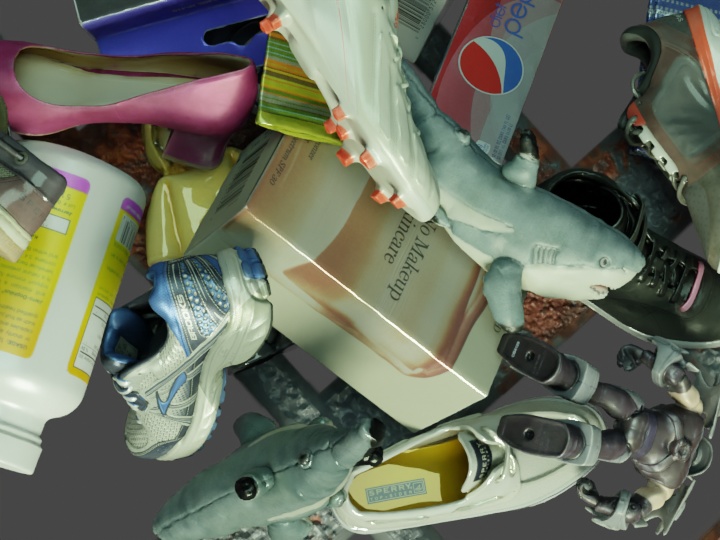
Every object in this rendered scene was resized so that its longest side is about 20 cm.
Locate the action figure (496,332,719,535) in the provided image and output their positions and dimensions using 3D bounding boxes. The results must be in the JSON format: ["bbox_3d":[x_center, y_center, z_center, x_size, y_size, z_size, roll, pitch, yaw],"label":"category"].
[{"bbox_3d":[0.171,0.101,1.020,0.199,0.069,0.131,23,76,-42],"label":"action figure"}]

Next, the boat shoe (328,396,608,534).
[{"bbox_3d":[0.076,0.128,1.037,0.198,0.070,0.072,-11,80,-9],"label":"boat shoe"}]

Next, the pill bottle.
[{"bbox_3d":[-0.216,0.025,1.012,0.103,0.104,0.202,17,77,-2],"label":"pill bottle"}]

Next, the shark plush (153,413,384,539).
[{"bbox_3d":[-0.047,0.137,0.966,0.083,0.199,0.092,-11,90,-41],"label":"shark plush"}]

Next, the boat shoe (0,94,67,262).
[{"bbox_3d":[-0.238,-0.082,0.926,0.065,0.072,0.200,-40,52,-8],"label":"boat shoe"}]

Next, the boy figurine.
[{"bbox_3d":[-0.090,-0.035,1.059,0.123,0.064,0.201,-21,85,-8],"label":"boy figurine"}]

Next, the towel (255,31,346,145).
[{"bbox_3d":[-0.012,-0.179,0.958,0.086,0.018,0.202,9,88,-33],"label":"towel"}]

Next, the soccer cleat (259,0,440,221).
[{"bbox_3d":[0.003,-0.122,0.921,0.077,0.069,0.201,-36,105,-11],"label":"soccer cleat"}]

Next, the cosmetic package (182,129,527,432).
[{"bbox_3d":[0.000,0.000,1.006,0.200,0.087,0.104,37,53,-17],"label":"cosmetic package"}]

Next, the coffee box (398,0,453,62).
[{"bbox_3d":[-0.019,-0.245,1.077,0.199,0.080,0.113,30,41,1],"label":"coffee box"}]

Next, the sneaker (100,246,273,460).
[{"bbox_3d":[-0.126,0.052,0.973,0.085,0.200,0.077,1,51,-26],"label":"sneaker"}]

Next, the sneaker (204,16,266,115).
[{"bbox_3d":[-0.047,-0.132,1.059,0.200,0.109,0.070,43,77,4],"label":"sneaker"}]

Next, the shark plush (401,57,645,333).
[{"bbox_3d":[0.089,-0.059,0.984,0.083,0.091,0.201,-37,88,32],"label":"shark plush"}]

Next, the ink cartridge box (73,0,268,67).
[{"bbox_3d":[-0.097,-0.226,0.999,0.196,0.043,0.202,-14,98,6],"label":"ink cartridge box"}]

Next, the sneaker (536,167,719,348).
[{"bbox_3d":[0.191,-0.005,1.062,0.199,0.099,0.071,24,75,-2],"label":"sneaker"}]

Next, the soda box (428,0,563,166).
[{"bbox_3d":[0.090,-0.146,1.073,0.063,0.070,0.201,22,62,0],"label":"soda box"}]

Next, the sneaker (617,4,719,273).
[{"bbox_3d":[0.220,-0.086,1.079,0.081,0.077,0.202,-7,65,3],"label":"sneaker"}]

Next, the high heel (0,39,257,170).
[{"bbox_3d":[-0.164,-0.124,0.972,0.199,0.096,0.068,20,50,-8],"label":"high heel"}]

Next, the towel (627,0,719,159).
[{"bbox_3d":[0.276,-0.167,1.148,0.143,0.024,0.202,10,79,-5],"label":"towel"}]
